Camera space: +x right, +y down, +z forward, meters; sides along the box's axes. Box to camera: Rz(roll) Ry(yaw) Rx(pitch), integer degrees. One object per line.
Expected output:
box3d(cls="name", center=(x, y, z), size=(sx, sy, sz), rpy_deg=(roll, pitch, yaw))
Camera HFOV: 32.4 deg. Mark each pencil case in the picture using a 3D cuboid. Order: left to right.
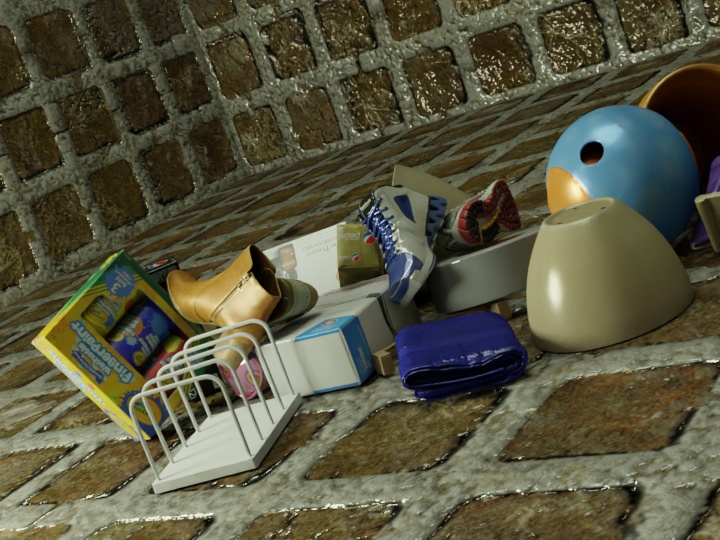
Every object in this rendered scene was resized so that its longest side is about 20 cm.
box3d(cls="pencil case", center=(-0.117, 0.104, 1.759), size=(0.087, 0.089, 0.199), rpy_deg=(-11, 15, 39))

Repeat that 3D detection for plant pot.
box3d(cls="plant pot", center=(0.278, -0.008, 1.461), size=(0.198, 0.136, 0.200), rpy_deg=(-19, 11, 4))
box3d(cls="plant pot", center=(0.473, -0.178, 1.799), size=(0.198, 0.203, 0.183), rpy_deg=(-22, -3, -7))

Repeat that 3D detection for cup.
box3d(cls="cup", center=(0.112, -0.053, 1.887), size=(0.141, 0.203, 0.200), rpy_deg=(6, 15, 4))

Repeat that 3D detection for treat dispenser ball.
box3d(cls="treat dispenser ball", center=(0.340, -0.113, 1.617), size=(0.198, 0.203, 0.201), rpy_deg=(-19, 12, 4))

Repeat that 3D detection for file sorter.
box3d(cls="file sorter", center=(-0.179, 0.160, 1.519), size=(0.137, 0.126, 0.200), rpy_deg=(-17, 13, 18))

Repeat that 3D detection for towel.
box3d(cls="towel", center=(0.116, 0.102, 1.470), size=(0.145, 0.050, 0.200), rpy_deg=(-10, 12, 1))

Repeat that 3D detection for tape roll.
box3d(cls="tape roll", center=(0.188, -0.005, 1.694), size=(0.198, 0.067, 0.200), rpy_deg=(-20, 3, 1))

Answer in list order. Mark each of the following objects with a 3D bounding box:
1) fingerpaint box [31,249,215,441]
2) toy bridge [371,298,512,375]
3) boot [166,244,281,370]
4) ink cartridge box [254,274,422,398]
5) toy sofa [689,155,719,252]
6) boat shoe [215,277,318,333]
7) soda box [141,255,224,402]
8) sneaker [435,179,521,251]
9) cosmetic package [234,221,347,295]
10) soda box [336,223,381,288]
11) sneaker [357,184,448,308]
box3d(cls="fingerpaint box", center=(-0.316, 0.103, 1.692), size=(0.167, 0.200, 0.073), rpy_deg=(-51, 16, -27))
box3d(cls="toy bridge", center=(0.104, 0.082, 1.618), size=(0.198, 0.028, 0.067), rpy_deg=(-23, 12, -17))
box3d(cls="boot", center=(-0.178, 0.020, 1.659), size=(0.070, 0.145, 0.202), rpy_deg=(7, 33, -45))
box3d(cls="ink cartridge box", center=(-0.025, 0.087, 1.674), size=(0.143, 0.085, 0.200), rpy_deg=(-14, 14, 33))
box3d(cls="toy sofa", center=(0.476, -0.120, 1.600), size=(0.097, 0.083, 0.201), rpy_deg=(-8, 37, 34))
box3d(cls="boat shoe", center=(-0.132, 0.051, 1.697), size=(0.066, 0.075, 0.199), rpy_deg=(2, -6, -38))
box3d(cls="soda box", center=(-0.263, 0.085, 1.807), size=(0.063, 0.203, 0.071), rpy_deg=(-21, 12, -9))
box3d(cls="sneaker", center=(0.168, -0.077, 1.787), size=(0.081, 0.079, 0.199), rpy_deg=(-20, 1, 34))
box3d(cls="cosmetic package", center=(-0.094, 0.023, 1.977), size=(0.197, 0.052, 0.152), rpy_deg=(-20, 53, 5))
box3d(cls="soda box", center=(0.000, 0.000, 1.809), size=(0.063, 0.069, 0.200), rpy_deg=(-2, -21, 1))
box3d(cls="sneaker", center=(0.044, -0.047, 1.681), size=(0.081, 0.114, 0.201), rpy_deg=(-55, 13, 43))
